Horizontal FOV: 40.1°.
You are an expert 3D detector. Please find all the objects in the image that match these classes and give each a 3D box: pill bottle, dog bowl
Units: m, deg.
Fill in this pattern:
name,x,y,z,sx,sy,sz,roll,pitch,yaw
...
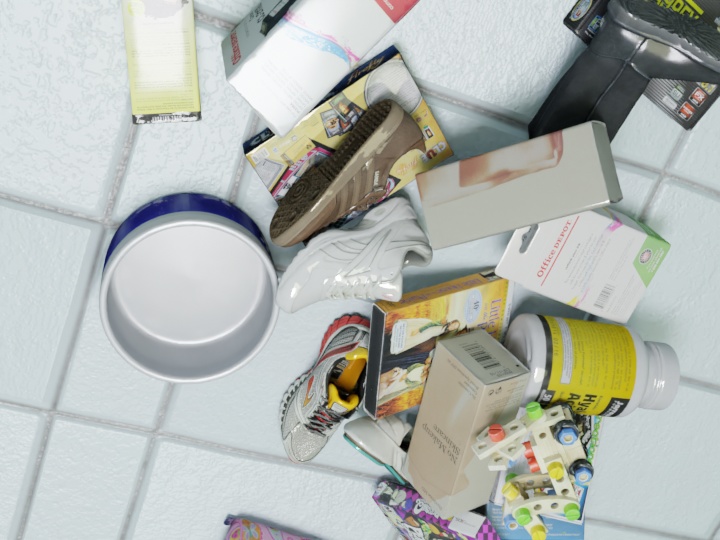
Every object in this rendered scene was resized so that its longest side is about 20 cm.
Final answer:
name,x,y,z,sx,sy,sz,roll,pitch,yaw
pill bottle,0.279,0.118,1.195,0.195,0.112,0.113,7,115,-12
dog bowl,-0.190,0.020,1.103,0.195,0.079,0.204,-5,118,-10

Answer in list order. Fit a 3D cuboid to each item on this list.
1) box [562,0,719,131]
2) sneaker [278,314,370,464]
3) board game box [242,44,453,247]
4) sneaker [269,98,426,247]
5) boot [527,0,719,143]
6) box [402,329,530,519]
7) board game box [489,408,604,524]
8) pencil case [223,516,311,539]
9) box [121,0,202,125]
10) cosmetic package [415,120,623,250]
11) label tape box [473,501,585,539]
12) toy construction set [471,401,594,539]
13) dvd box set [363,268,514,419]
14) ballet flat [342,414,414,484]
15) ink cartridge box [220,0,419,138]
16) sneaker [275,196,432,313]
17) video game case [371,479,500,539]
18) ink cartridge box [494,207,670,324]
name,x,y,z,sx,sy,sz,roll,pitch,yaw
box,0.345,-0.276,1.088,0.198,0.044,0.161,33,107,-24
sneaker,-0.042,0.154,1.200,0.076,0.083,0.203,18,112,-20
board game box,-0.013,-0.133,1.089,0.198,0.035,0.137,-31,118,4
sneaker,-0.011,-0.086,1.054,0.200,0.071,0.075,-44,122,13
boot,0.293,-0.182,1.067,0.162,0.066,0.202,24,133,-4
box,0.123,0.184,1.176,0.077,0.095,0.204,-10,125,-35
board game box,0.243,0.208,1.258,0.124,0.035,0.204,15,84,-12
pencil case,-0.097,0.396,1.312,0.197,0.088,0.088,23,110,-21
box,-0.200,-0.250,0.982,0.073,0.050,0.204,-5,118,-9
cosmetic package,0.170,-0.090,1.059,0.196,0.103,0.089,-14,90,23
label tape box,0.222,0.249,1.302,0.141,0.063,0.205,4,86,-14
toy construction set,0.200,0.225,1.145,0.129,0.093,0.201,-20,132,10
dvd box set,0.095,0.086,1.181,0.197,0.029,0.149,-14,122,-32
ballet flat,0.035,0.210,1.227,0.069,0.070,0.200,-32,149,5
ink cartridge box,-0.041,-0.245,0.963,0.200,0.146,0.083,-43,116,11
sneaker,0.000,0.000,1.084,0.198,0.100,0.078,-31,161,-19
video game case,0.125,0.367,1.291,0.036,0.179,0.202,-50,127,-27
ink cartridge box,0.254,-0.025,1.181,0.197,0.068,0.119,20,110,-21
